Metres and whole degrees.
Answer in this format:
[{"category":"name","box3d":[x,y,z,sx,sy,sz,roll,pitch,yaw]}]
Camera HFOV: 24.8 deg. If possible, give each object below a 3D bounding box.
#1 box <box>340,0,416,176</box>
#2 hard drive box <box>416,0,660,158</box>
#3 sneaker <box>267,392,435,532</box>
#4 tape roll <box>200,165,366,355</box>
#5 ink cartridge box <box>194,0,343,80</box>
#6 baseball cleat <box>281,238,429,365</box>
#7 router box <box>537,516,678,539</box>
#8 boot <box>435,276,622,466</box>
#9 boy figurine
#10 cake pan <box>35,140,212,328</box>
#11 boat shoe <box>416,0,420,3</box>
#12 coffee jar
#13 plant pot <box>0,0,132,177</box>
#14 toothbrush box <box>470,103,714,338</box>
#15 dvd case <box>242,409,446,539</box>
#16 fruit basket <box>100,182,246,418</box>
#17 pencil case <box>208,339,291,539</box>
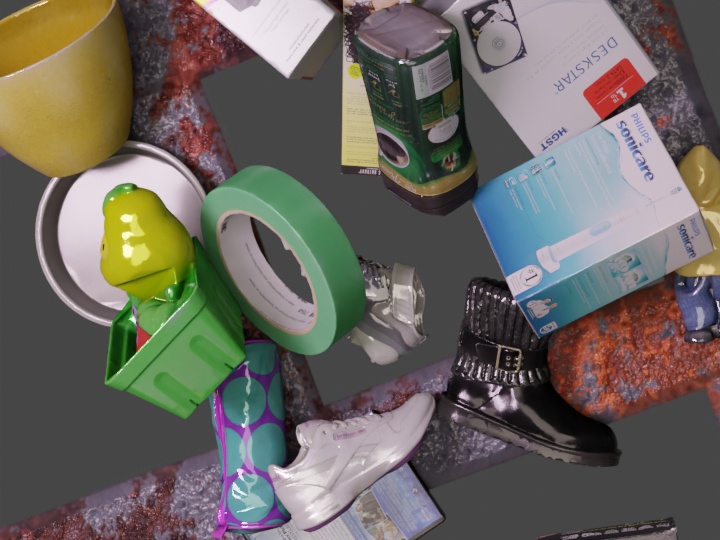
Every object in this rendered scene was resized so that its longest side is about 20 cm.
[{"category":"box","box3d":[0.019,-0.197,1.686,0.074,0.050,0.202,3,118,7]},{"category":"hard drive box","box3d":[0.179,-0.235,1.649,0.156,0.077,0.200,-39,115,8]},{"category":"sneaker","box3d":[-0.007,0.180,1.708,0.199,0.075,0.100,-37,92,-18]},{"category":"tape roll","box3d":[-0.081,-0.009,1.680,0.048,0.200,0.201,-37,89,-31]},{"category":"ink cartridge box","box3d":[-0.114,-0.290,1.682,0.200,0.146,0.083,39,100,3]},{"category":"baseball cleat","box3d":[0.000,0.000,1.727,0.106,0.070,0.201,-32,101,22]},{"category":"router box","box3d":[0.273,0.371,1.729,0.148,0.062,0.202,-8,93,8]},{"category":"boot","box3d":[0.191,0.106,1.709,0.209,0.079,0.159,19,96,5]},{"category":"boy figurine","box3d":[0.350,-0.027,1.689,0.123,0.064,0.202,-10,92,8]},{"category":"cake pan","box3d":[-0.251,-0.040,1.772,0.198,0.037,0.203,0,94,6]},{"category":"boat shoe","box3d":[0.086,-0.317,1.699,0.200,0.070,0.072,-38,59,20]},{"category":"coffee jar","box3d":[0.058,-0.154,1.607,0.085,0.104,0.201,-32,134,-22]},{"category":"plant pot","box3d":[-0.315,-0.183,1.708,0.198,0.201,0.143,-20,118,8]},{"category":"toothbrush box","box3d":[0.229,-0.050,1.636,0.199,0.085,0.147,-28,55,8]},{"category":"dvd case","box3d":[-0.026,0.265,1.779,0.199,0.018,0.143,-35,90,7]},{"category":"fruit basket","box3d":[-0.211,0.021,1.649,0.216,0.216,0.156,45,98,2]},{"category":"pencil case","box3d":[-0.122,0.177,1.738,0.092,0.085,0.202,-4,85,-35]}]
